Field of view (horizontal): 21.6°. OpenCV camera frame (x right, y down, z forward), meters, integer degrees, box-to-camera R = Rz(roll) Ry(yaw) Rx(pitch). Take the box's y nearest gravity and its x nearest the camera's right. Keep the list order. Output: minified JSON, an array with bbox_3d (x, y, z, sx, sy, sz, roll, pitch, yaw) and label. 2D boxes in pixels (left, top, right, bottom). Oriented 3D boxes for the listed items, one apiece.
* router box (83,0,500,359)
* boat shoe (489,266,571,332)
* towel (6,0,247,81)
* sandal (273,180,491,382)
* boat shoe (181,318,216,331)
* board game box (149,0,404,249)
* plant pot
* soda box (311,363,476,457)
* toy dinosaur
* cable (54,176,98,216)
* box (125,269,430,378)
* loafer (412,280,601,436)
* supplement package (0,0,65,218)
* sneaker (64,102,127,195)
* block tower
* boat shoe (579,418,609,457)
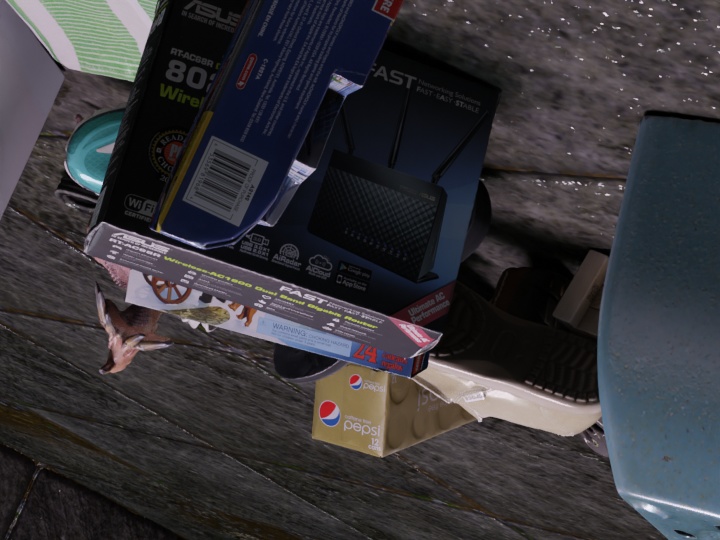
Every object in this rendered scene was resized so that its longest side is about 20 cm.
[{"bbox_3d":[-0.035,-0.055,1.035,0.200,0.150,0.062,18,159,-12],"label":"router box"},{"bbox_3d":[0.123,0.050,1.371,0.074,0.076,0.200,18,164,25],"label":"boat shoe"},{"bbox_3d":[-0.127,-0.145,1.141,0.200,0.023,0.153,16,163,22],"label":"towel"},{"bbox_3d":[0.000,-0.001,1.226,0.048,0.075,0.200,22,129,-38],"label":"sandal"},{"bbox_3d":[-0.126,0.018,1.587,0.200,0.066,0.072,13,-165,15],"label":"boat shoe"},{"bbox_3d":[-0.036,-0.099,0.926,0.062,0.200,0.200,25,179,-7],"label":"board game box"},{"bbox_3d":[0.236,0.060,1.002,0.195,0.200,0.196,11,162,34],"label":"plant pot"},{"bbox_3d":[0.048,0.080,1.403,0.064,0.068,0.200,12,-165,33],"label":"soda box"},{"bbox_3d":[-0.168,-0.014,1.393,0.086,0.136,0.200,17,145,40],"label":"toy dinosaur"},{"bbox_3d":[-0.175,-0.037,1.521,0.200,0.050,0.097,14,168,22],"label":"cable"},{"bbox_3d":[-0.043,-0.024,1.186,0.200,0.137,0.038,14,-167,18],"label":"box"},{"bbox_3d":[0.076,0.062,1.261,0.200,0.076,0.068,24,142,22],"label":"loafer"},{"bbox_3d":[-0.321,-0.093,1.247,0.150,0.200,0.152,17,165,16],"label":"supplement package"},{"bbox_3d":[-0.100,-0.061,1.262,0.200,0.078,0.080,14,-165,-4],"label":"sneaker"},{"bbox_3d":[0.212,0.062,1.289,0.058,0.054,0.200,20,165,48],"label":"block tower"},{"bbox_3d":[0.188,0.106,1.373,0.066,0.072,0.201,-29,148,24],"label":"boat shoe"}]
